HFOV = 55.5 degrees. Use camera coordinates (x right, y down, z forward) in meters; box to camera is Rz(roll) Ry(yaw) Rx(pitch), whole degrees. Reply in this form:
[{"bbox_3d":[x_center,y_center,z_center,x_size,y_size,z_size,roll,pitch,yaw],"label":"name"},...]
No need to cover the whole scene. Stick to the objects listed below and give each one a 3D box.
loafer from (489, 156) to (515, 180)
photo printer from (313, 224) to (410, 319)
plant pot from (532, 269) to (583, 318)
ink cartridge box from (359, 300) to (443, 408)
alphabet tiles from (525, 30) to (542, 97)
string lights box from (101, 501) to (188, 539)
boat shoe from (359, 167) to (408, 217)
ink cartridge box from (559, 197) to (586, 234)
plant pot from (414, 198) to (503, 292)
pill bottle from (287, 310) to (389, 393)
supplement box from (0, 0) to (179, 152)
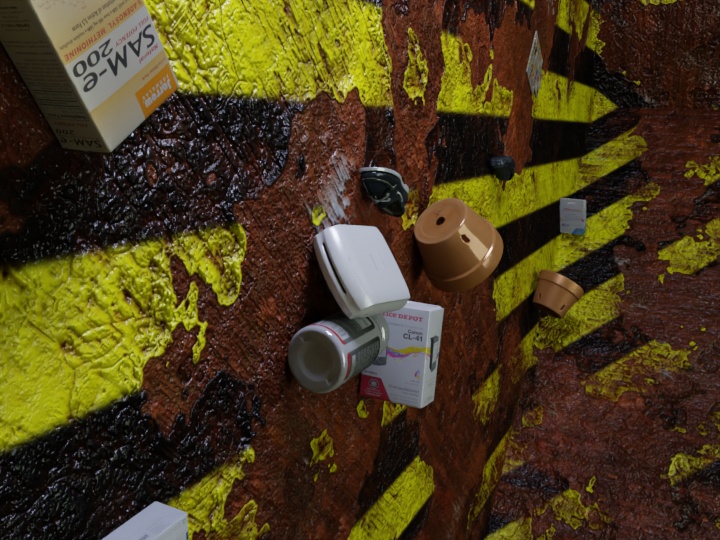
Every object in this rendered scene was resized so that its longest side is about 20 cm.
[{"bbox_3d":[0.442,-0.313,2.110,0.200,0.067,0.072,-7,95,-67],"label":"loafer"},{"bbox_3d":[0.000,0.000,1.210,0.199,0.069,0.168,-2,65,-63],"label":"photo printer"},{"bbox_3d":[0.815,0.107,2.880,0.141,0.198,0.200,-59,151,-6],"label":"plant pot"},{"bbox_3d":[0.084,0.167,1.419,0.085,0.145,0.204,-7,103,-64],"label":"ink cartridge box"},{"bbox_3d":[0.623,-0.716,2.437,0.200,0.007,0.170,46,56,-58],"label":"alphabet tiles"},{"bbox_3d":[-0.267,0.413,0.862,0.102,0.058,0.204,-23,118,-60],"label":"string lights box"},{"bbox_3d":[0.050,-0.152,1.337,0.199,0.074,0.061,19,75,-63],"label":"boat shoe"},{"bbox_3d":[1.006,-0.273,3.240,0.068,0.113,0.202,-58,146,-40],"label":"ink cartridge box"},{"bbox_3d":[0.214,-0.070,1.593,0.140,0.198,0.202,48,53,-37],"label":"plant pot"},{"bbox_3d":[-0.031,0.132,1.207,0.199,0.112,0.116,-19,114,-62],"label":"pill bottle"},{"bbox_3d":[-0.268,-0.233,0.652,0.127,0.072,0.202,-59,147,-37],"label":"supplement box"}]
